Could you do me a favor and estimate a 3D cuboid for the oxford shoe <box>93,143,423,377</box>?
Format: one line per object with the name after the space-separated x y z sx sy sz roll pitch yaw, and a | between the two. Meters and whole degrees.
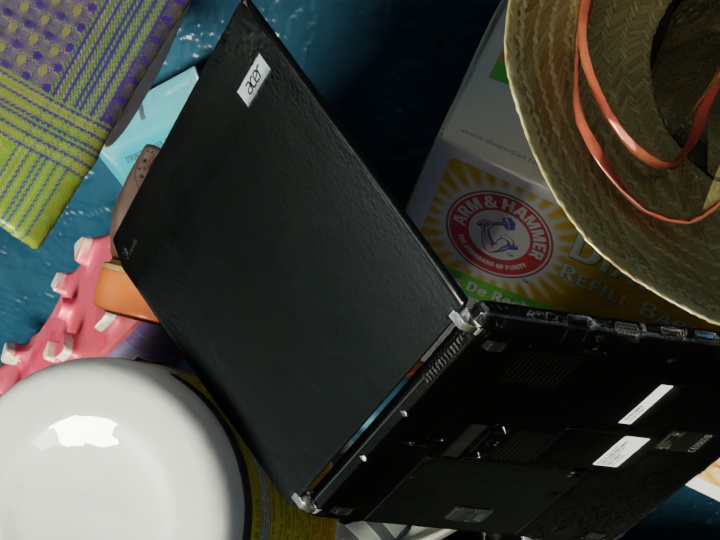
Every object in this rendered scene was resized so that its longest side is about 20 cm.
0.000 0.000 0.923 0.198 0.073 0.071 12 179 -20 | oxford shoe

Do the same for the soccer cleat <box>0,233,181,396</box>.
-0.105 0.039 1.026 0.076 0.067 0.200 19 148 -20 | soccer cleat

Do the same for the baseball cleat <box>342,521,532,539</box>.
0.013 0.133 1.028 0.200 0.106 0.070 -39 81 38 | baseball cleat

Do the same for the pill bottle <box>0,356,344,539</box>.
-0.072 0.096 0.943 0.111 0.114 0.200 11 177 17 | pill bottle

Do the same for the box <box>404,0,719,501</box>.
0.116 -0.003 0.849 0.199 0.102 0.113 24 138 4 | box

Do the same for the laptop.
0.030 0.011 0.812 0.198 0.104 0.177 7 153 -18 | laptop

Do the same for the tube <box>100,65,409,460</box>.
-0.033 0.008 0.980 0.077 0.050 0.200 -23 112 39 | tube

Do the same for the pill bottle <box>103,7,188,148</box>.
-0.162 -0.129 0.866 0.199 0.110 0.110 26 137 2 | pill bottle

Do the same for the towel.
-0.119 -0.124 0.802 0.143 0.201 0.023 28 167 -6 | towel

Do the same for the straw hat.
0.129 -0.054 0.757 0.200 0.202 0.085 29 157 -2 | straw hat
